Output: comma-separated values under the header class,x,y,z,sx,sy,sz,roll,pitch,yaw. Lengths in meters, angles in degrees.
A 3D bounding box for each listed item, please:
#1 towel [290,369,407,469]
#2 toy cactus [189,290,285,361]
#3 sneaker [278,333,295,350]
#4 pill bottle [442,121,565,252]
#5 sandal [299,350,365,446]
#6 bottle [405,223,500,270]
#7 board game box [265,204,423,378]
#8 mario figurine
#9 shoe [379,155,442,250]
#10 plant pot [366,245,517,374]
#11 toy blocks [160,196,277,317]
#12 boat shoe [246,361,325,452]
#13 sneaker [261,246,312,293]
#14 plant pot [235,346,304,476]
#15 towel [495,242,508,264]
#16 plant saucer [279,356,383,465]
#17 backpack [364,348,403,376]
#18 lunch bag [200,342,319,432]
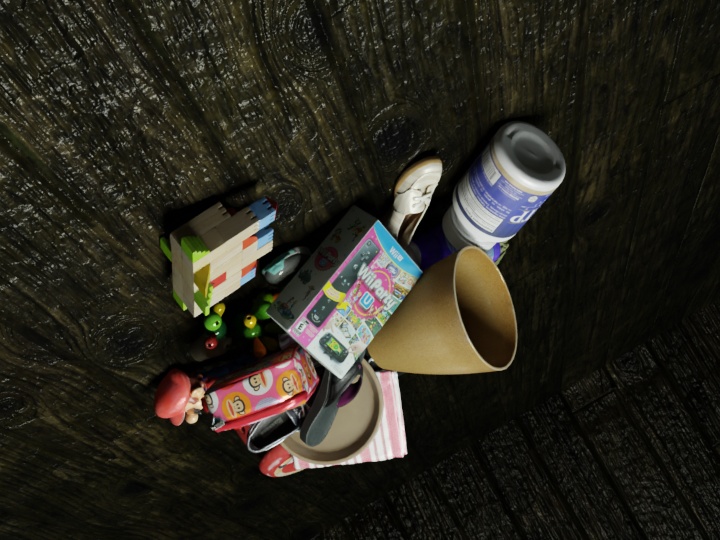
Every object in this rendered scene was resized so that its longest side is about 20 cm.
class,x,y,z,sx,sy,sz,roll,pitch,yaw
towel,-0.027,0.246,1.851,0.196,0.149,0.030,-8,-176,7
toy cactus,-0.185,0.098,1.690,0.164,0.104,0.199,-29,173,28
sneaker,-0.081,0.112,1.875,0.079,0.090,0.201,-17,140,13
pill bottle,0.206,-0.114,1.669,0.118,0.121,0.201,-14,155,-36
sandal,-0.030,0.188,1.739,0.075,0.048,0.203,5,111,-55
bottle,0.141,-0.035,1.820,0.198,0.085,0.065,-10,162,-42
board game box,-0.020,0.032,1.611,0.201,0.064,0.148,-52,135,-7
mario figurine,-0.243,0.203,1.814,0.198,0.107,0.124,-17,159,-35
shoe,0.076,-0.094,1.634,0.069,0.054,0.201,-18,156,-30
plant pot,0.110,0.082,1.704,0.198,0.190,0.185,-19,168,33
toy blocks,-0.170,-0.027,1.418,0.136,0.100,0.201,-34,162,-22
boat shoe,-0.103,0.217,1.777,0.199,0.072,0.068,-38,-179,5
sneaker,-0.079,0.028,1.650,0.077,0.092,0.200,-34,160,9
plant pot,-0.131,0.252,1.977,0.198,0.185,0.201,-24,161,-9
towel,0.194,0.031,2.026,0.200,0.036,0.149,-47,168,-39
plant saucer,-0.058,0.214,1.822,0.198,0.202,0.029,-33,-178,9
backpack,0.059,0.097,1.910,0.176,0.151,0.200,-36,155,-2
lunch bag,-0.158,0.176,1.670,0.173,0.083,0.200,-20,-178,7
